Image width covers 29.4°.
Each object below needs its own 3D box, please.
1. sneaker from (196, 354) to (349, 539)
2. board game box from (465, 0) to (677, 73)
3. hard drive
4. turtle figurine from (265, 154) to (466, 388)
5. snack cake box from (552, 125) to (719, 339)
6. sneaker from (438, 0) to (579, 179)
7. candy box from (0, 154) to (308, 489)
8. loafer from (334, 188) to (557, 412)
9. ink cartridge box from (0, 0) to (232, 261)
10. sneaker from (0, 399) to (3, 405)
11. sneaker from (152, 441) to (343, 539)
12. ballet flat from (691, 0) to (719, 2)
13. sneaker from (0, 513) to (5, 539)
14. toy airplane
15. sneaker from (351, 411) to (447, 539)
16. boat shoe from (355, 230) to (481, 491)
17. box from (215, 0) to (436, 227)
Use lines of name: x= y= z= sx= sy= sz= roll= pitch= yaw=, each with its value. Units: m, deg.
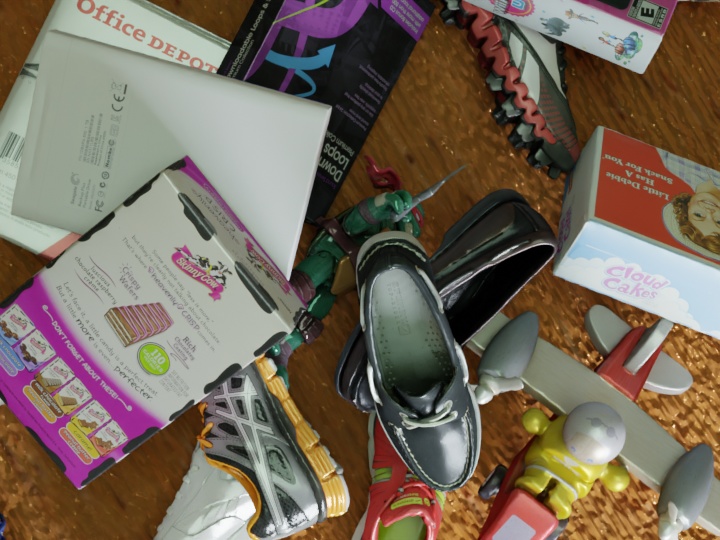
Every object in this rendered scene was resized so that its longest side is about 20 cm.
sneaker: x=-0.088 y=0.103 z=0.988 sx=0.077 sy=0.078 sz=0.200 roll=-31 pitch=74 yaw=-13
board game box: x=0.149 y=-0.256 z=1.013 sx=0.199 sy=0.064 sz=0.148 roll=22 pitch=75 yaw=6
hard drive: x=-0.132 y=-0.076 z=0.947 sx=0.199 sy=0.025 sz=0.133 roll=16 pitch=104 yaw=3
turtle figurine: x=0.000 y=0.000 z=1.038 sx=0.200 sy=0.101 sz=0.150 roll=-37 pitch=134 yaw=-16
snack cake box: x=0.254 y=-0.020 z=1.049 sx=0.199 sy=0.067 sz=0.115 roll=21 pitch=47 yaw=-5
sneaker: x=0.132 y=-0.174 z=1.067 sx=0.098 sy=0.071 sz=0.201 roll=-27 pitch=90 yaw=-4
candy box: x=-0.155 y=0.036 z=0.935 sx=0.200 sy=0.061 sz=0.137 roll=-36 pitch=98 yaw=17
loafer: x=0.061 y=0.030 z=0.994 sx=0.200 sy=0.063 sz=0.072 roll=-49 pitch=136 yaw=5
ink cartridge box: x=-0.190 y=-0.099 z=1.026 sx=0.146 sy=0.083 sz=0.201 roll=26 pitch=86 yaw=-5
sneaker: x=-0.226 y=0.061 z=1.025 sx=0.199 sy=0.072 sz=0.073 roll=-8 pitch=81 yaw=-9
sneaker: x=-0.114 y=0.181 z=1.040 sx=0.200 sy=0.075 sz=0.100 roll=-34 pitch=78 yaw=-10
ballet flat: x=0.218 y=-0.262 z=1.090 sx=0.200 sy=0.068 sz=0.075 roll=43 pitch=106 yaw=3
sneaker: x=-0.274 y=0.228 z=1.008 sx=0.199 sy=0.081 sz=0.116 roll=19 pitch=88 yaw=-3
toy airplane: x=0.176 y=0.114 z=1.026 sx=0.199 sy=0.141 sz=0.200 roll=-7 pitch=82 yaw=-2
sneaker: x=0.041 y=0.165 z=1.040 sx=0.077 sy=0.085 sz=0.201 roll=9 pitch=88 yaw=-7
boat shoe: x=0.038 y=0.074 z=0.952 sx=0.075 sy=0.060 sz=0.201 roll=-19 pitch=108 yaw=6
box: x=-0.034 y=-0.149 z=1.025 sx=0.143 sy=0.036 sz=0.201 roll=32 pitch=85 yaw=-49
